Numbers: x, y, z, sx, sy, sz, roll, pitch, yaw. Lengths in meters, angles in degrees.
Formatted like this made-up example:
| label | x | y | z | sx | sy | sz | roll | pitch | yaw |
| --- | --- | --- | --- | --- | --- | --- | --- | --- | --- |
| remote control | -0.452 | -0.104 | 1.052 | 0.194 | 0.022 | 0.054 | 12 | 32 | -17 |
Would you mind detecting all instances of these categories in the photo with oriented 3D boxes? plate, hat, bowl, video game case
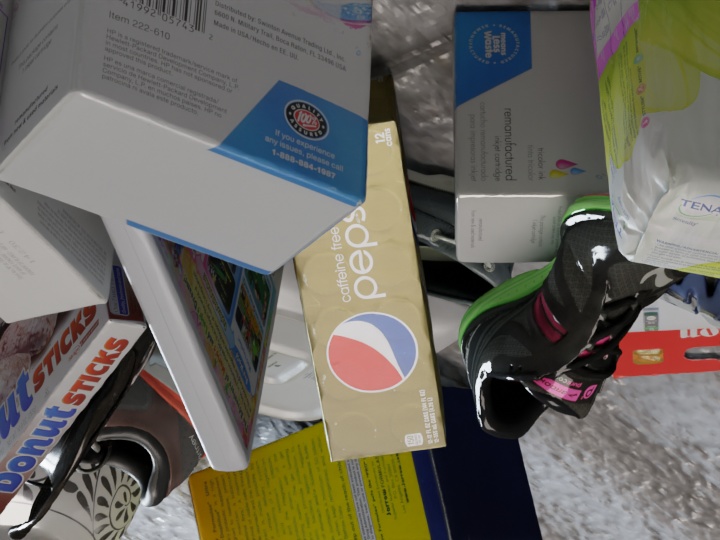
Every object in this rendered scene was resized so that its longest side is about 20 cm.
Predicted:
| label | x | y | z | sx | sy | sz | roll | pitch | yaw |
| --- | --- | --- | --- | --- | --- | --- | --- | --- | --- |
| plate | -0.058 | 0.044 | 1.431 | 0.199 | 0.033 | 0.199 | 17 | 151 | -24 |
| hat | -0.163 | 0.050 | 1.282 | 0.081 | 0.201 | 0.201 | 35 | 141 | -2 |
| bowl | -0.235 | 0.162 | 1.585 | 0.199 | 0.095 | 0.201 | 0 | 148 | 0 |
| video game case | -0.078 | -0.033 | 1.166 | 0.024 | 0.183 | 0.201 | -4 | 136 | 14 |

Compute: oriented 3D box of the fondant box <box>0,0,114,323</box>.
| label | x | y | z | sx | sy | sz | roll | pitch | yaw |
| --- | --- | --- | --- | --- | --- | --- | --- | --- | --- |
| fondant box | -0.165 | -0.098 | 1.079 | 0.058 | 0.201 | 0.144 | -11 | 146 | 22 |

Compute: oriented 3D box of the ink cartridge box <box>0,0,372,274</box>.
| label | x | y | z | sx | sy | sz | roll | pitch | yaw |
| --- | --- | --- | --- | --- | --- | --- | --- | --- | --- |
| ink cartridge box | -0.074 | -0.119 | 1.048 | 0.144 | 0.201 | 0.085 | 20 | 146 | -27 |

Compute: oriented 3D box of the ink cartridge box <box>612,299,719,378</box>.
| label | x | y | z | sx | sy | sz | roll | pitch | yaw |
| --- | --- | --- | --- | --- | --- | --- | --- | --- | --- |
| ink cartridge box | 0.225 | 0.026 | 1.410 | 0.160 | 0.050 | 0.200 | -3 | 145 | 6 |

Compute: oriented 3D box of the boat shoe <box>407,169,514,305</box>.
| label | x | y | z | sx | sy | sz | roll | pitch | yaw |
| --- | --- | --- | --- | --- | --- | --- | --- | --- | --- |
| boat shoe | -0.004 | -0.024 | 1.320 | 0.199 | 0.062 | 0.073 | 11 | 149 | -13 |

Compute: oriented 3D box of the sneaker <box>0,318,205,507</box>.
| label | x | y | z | sx | sy | sz | roll | pitch | yaw |
| --- | --- | --- | --- | --- | --- | --- | --- | --- | --- |
| sneaker | -0.180 | 0.068 | 1.403 | 0.199 | 0.082 | 0.077 | 33 | 147 | -3 |

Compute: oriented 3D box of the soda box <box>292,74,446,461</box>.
| label | x | y | z | sx | sy | sz | roll | pitch | yaw |
| --- | --- | --- | --- | --- | --- | --- | --- | --- | --- |
| soda box | 0.000 | 0.000 | 1.272 | 0.067 | 0.064 | 0.201 | -8 | 117 | 3 |

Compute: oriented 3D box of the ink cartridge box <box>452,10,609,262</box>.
| label | x | y | z | sx | sy | sz | roll | pitch | yaw |
| --- | --- | --- | --- | --- | --- | --- | --- | --- | --- |
| ink cartridge box | 0.146 | -0.069 | 1.197 | 0.198 | 0.117 | 0.067 | -1 | 149 | 2 |

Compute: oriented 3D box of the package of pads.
| label | x | y | z | sx | sy | sz | roll | pitch | yaw |
| --- | --- | --- | --- | --- | --- | --- | --- | --- | --- |
| package of pads | 0.187 | -0.083 | 1.097 | 0.153 | 0.201 | 0.068 | 9 | 139 | -13 |

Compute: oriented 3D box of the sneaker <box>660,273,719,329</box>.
| label | x | y | z | sx | sy | sz | roll | pitch | yaw |
| --- | --- | --- | --- | --- | --- | --- | --- | --- | --- |
| sneaker | 0.183 | -0.039 | 1.281 | 0.199 | 0.116 | 0.081 | 27 | 178 | 13 |

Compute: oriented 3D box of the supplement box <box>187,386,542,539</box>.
| label | x | y | z | sx | sy | sz | roll | pitch | yaw |
| --- | --- | --- | --- | --- | --- | --- | --- | --- | --- |
| supplement box | 0.002 | 0.159 | 1.537 | 0.199 | 0.110 | 0.109 | -24 | 160 | 33 |

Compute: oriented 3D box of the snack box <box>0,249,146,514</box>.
| label | x | y | z | sx | sy | sz | roll | pitch | yaw |
| --- | --- | --- | --- | --- | --- | --- | --- | --- | --- |
| snack box | -0.165 | 0.055 | 1.178 | 0.024 | 0.072 | 0.200 | 12 | 137 | -31 |

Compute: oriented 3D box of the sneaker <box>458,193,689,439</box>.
| label | x | y | z | sx | sy | sz | roll | pitch | yaw |
| --- | --- | --- | --- | --- | --- | --- | --- | --- | --- |
| sneaker | 0.114 | 0.026 | 1.160 | 0.076 | 0.084 | 0.200 | 11 | 149 | -19 |
